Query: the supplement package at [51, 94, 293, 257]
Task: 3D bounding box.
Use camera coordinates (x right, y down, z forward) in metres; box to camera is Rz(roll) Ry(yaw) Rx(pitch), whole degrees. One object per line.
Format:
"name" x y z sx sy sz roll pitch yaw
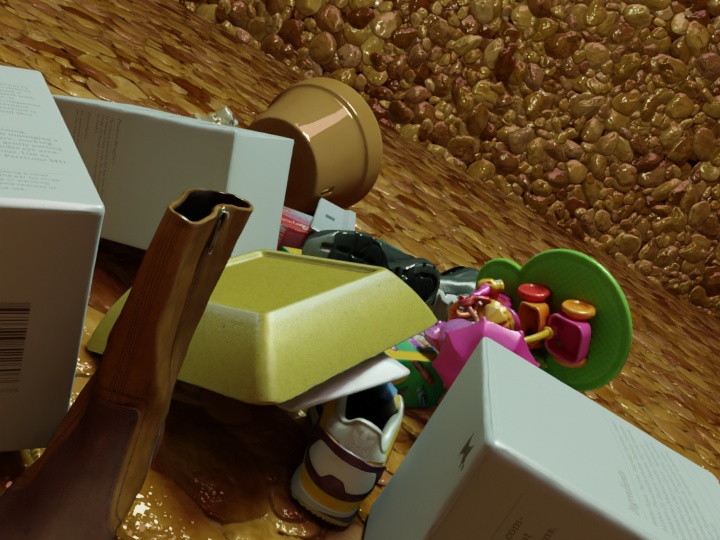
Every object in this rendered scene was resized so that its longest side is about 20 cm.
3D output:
"supplement package" -0.179 -0.085 0.734 0.197 0.119 0.117 15 10 19

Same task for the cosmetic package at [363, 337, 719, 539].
"cosmetic package" 0.120 0.183 0.501 0.198 0.169 0.167 31 17 -1

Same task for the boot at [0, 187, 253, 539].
"boot" -0.112 0.065 0.369 0.068 0.202 0.188 30 16 3

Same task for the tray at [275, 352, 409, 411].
"tray" -0.060 0.057 0.624 0.106 0.023 0.199 -10 17 -33

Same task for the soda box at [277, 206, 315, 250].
"soda box" -0.053 -0.023 0.979 0.198 0.064 0.070 18 20 -39

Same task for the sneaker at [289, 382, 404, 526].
"sneaker" 0.002 0.112 0.631 0.074 0.091 0.200 29 18 -7

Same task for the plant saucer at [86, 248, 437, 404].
"plant saucer" -0.072 0.027 0.601 0.198 0.049 0.199 10 18 37

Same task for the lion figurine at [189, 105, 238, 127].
"lion figurine" -0.189 -0.145 1.007 0.121 0.074 0.199 25 -15 -27

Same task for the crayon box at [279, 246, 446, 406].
"crayon box" -0.003 0.058 0.838 0.118 0.059 0.200 12 26 -48

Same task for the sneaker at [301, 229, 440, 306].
"sneaker" 0.000 0.000 0.813 0.079 0.076 0.199 26 4 40

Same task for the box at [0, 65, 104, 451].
"box" -0.232 -0.018 0.457 0.105 0.154 0.200 1 30 -33

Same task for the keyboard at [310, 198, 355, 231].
"keyboard" -0.032 -0.062 1.007 0.055 0.011 0.200 22 13 -5

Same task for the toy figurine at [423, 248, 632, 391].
"toy figurine" 0.136 0.062 0.790 0.182 0.153 0.199 -14 28 -40

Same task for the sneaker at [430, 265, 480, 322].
"sneaker" 0.104 0.032 0.968 0.196 0.067 0.091 10 30 -3

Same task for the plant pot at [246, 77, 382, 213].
"plant pot" -0.084 -0.169 1.152 0.199 0.202 0.140 35 32 13
